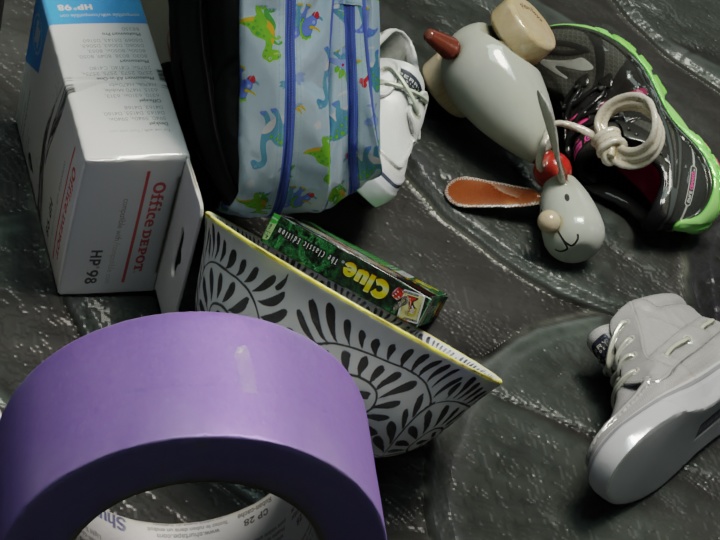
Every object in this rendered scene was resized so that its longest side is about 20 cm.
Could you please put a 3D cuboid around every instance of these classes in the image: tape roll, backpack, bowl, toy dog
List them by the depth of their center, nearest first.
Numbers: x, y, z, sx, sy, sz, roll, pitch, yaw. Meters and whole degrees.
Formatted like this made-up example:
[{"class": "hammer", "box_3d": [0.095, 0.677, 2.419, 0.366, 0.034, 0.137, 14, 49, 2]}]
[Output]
[{"class": "tape roll", "box_3d": [-0.088, 0.120, 1.172, 0.198, 0.201, 0.085, 7, 42, -17]}, {"class": "bowl", "box_3d": [-0.025, 0.055, 1.326, 0.200, 0.095, 0.201, 29, 0, 0]}, {"class": "backpack", "box_3d": [-0.054, -0.131, 1.366, 0.153, 0.202, 0.163, 8, 3, -25]}, {"class": "toy dog", "box_3d": [0.101, -0.105, 1.570, 0.096, 0.132, 0.200, 10, 27, -48]}]

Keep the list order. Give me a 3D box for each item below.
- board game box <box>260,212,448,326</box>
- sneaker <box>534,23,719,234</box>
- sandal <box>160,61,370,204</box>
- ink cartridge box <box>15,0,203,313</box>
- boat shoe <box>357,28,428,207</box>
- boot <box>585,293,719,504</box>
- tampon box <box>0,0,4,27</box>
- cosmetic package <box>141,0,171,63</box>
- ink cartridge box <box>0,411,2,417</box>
[{"class": "board game box", "box_3d": [0.000, 0.000, 1.384, 0.104, 0.024, 0.200, 26, 2, 5]}, {"class": "sneaker", "box_3d": [0.177, -0.104, 1.627, 0.083, 0.077, 0.200, -14, 52, -40]}, {"class": "sandal", "box_3d": [-0.054, -0.099, 1.488, 0.199, 0.045, 0.075, 19, 36, -38]}, {"class": "ink cartridge box", "box_3d": [-0.157, -0.068, 1.403, 0.066, 0.116, 0.201, -2, 46, -21]}, {"class": "boat shoe", "box_3d": [0.011, -0.114, 1.520, 0.074, 0.067, 0.200, 44, 16, -25]}, {"class": "boot", "box_3d": [0.176, 0.076, 1.449, 0.095, 0.074, 0.199, 36, 34, 23]}, {"class": "tampon box", "box_3d": [-0.299, -0.149, 1.375, 0.125, 0.151, 0.200, 17, 33, 2]}, {"class": "cosmetic package", "box_3d": [-0.075, -0.205, 1.524, 0.103, 0.201, 0.088, -9, 50, -28]}, {"class": "ink cartridge box", "box_3d": [-0.276, 0.037, 1.302, 0.094, 0.037, 0.201, -6, 46, -30]}]
